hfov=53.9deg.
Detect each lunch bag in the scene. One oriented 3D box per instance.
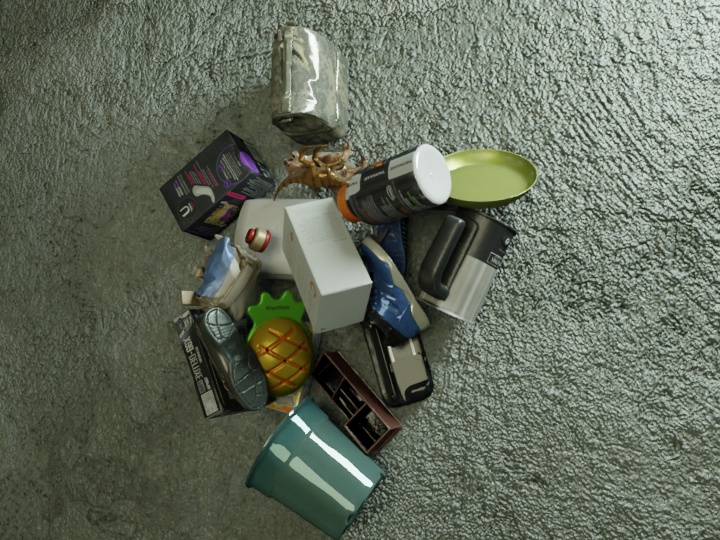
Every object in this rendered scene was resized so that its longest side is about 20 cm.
[{"bbox_3d":[-0.112,-0.371,1.413,0.138,0.168,0.202,-1,82,20],"label":"lunch bag"}]

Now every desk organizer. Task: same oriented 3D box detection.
[{"bbox_3d":[-0.017,0.246,1.341,0.072,0.077,0.200,-46,70,9],"label":"desk organizer"}]

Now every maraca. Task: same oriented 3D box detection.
[{"bbox_3d":[-0.155,0.139,1.334,0.136,0.107,0.202,-4,96,-23],"label":"maraca"}]

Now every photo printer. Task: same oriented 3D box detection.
[{"bbox_3d":[-0.165,-0.065,1.443,0.198,0.069,0.168,3,84,21],"label":"photo printer"}]

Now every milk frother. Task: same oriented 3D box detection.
[{"bbox_3d":[0.148,-0.031,1.294,0.200,0.180,0.190,27,92,55],"label":"milk frother"}]

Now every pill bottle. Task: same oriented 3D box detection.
[{"bbox_3d":[0.051,-0.141,1.236,0.199,0.106,0.107,-15,76,41],"label":"pill bottle"}]

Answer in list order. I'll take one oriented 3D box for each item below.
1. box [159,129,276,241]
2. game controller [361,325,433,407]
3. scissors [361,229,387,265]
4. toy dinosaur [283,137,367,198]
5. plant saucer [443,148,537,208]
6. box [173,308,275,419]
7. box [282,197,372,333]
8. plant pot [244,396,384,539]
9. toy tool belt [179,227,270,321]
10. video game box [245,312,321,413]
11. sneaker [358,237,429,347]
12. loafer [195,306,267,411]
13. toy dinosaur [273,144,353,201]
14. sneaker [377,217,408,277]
[{"bbox_3d":[-0.300,-0.176,1.488,0.199,0.106,0.123,-37,70,12],"label":"box"},{"bbox_3d":[0.069,0.155,1.349,0.103,0.042,0.202,-16,77,3],"label":"game controller"},{"bbox_3d":[0.000,0.000,1.363,0.200,0.014,0.074,-37,70,36],"label":"scissors"},{"bbox_3d":[-0.043,-0.182,1.408,0.200,0.086,0.136,43,98,17],"label":"toy dinosaur"},{"bbox_3d":[0.218,-0.162,1.277,0.198,0.200,0.031,9,127,21],"label":"plant saucer"},{"bbox_3d":[-0.257,0.173,1.348,0.050,0.157,0.202,-30,72,26],"label":"box"},{"bbox_3d":[-0.065,-0.010,1.274,0.097,0.125,0.201,-13,58,-18],"label":"box"},{"bbox_3d":[-0.074,0.372,1.294,0.195,0.200,0.201,35,95,13],"label":"plant pot"},{"bbox_3d":[-0.255,-0.008,1.332,0.122,0.125,0.202,25,70,-21],"label":"toy tool belt"},{"bbox_3d":[-0.188,0.179,1.432,0.198,0.047,0.184,11,89,21],"label":"video game box"},{"bbox_3d":[0.031,0.047,1.300,0.111,0.077,0.201,-33,99,-4],"label":"sneaker"},{"bbox_3d":[-0.234,0.162,1.276,0.063,0.072,0.201,-24,93,46],"label":"loafer"},{"bbox_3d":[-0.095,-0.185,1.354,0.198,0.060,0.107,1,102,21],"label":"toy dinosaur"},{"bbox_3d":[0.064,-0.059,1.364,0.069,0.078,0.202,6,106,18],"label":"sneaker"}]
